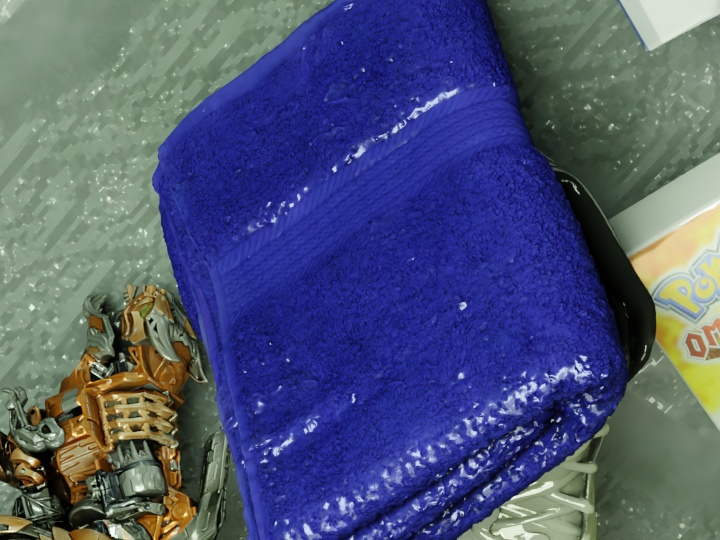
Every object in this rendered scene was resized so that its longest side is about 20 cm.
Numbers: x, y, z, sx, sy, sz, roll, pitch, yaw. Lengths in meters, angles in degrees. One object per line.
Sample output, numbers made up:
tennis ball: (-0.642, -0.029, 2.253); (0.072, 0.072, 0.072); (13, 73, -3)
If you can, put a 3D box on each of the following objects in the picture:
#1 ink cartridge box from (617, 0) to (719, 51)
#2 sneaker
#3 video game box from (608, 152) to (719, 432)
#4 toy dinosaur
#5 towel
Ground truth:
ink cartridge box: (0.061, -0.176, 0.932); (0.044, 0.094, 0.200); (-28, 108, 14)
sneaker: (0.054, 0.058, 0.991); (0.075, 0.115, 0.201); (-3, 97, -10)
video game box: (0.215, 0.010, 1.025); (0.200, 0.047, 0.182); (-32, 106, 16)
toy dinosaur: (-0.113, 0.102, 1.028); (0.135, 0.200, 0.102); (-1, 138, 25)
towel: (0.000, 0.000, 0.955); (0.148, 0.200, 0.049); (-40, 136, 22)
